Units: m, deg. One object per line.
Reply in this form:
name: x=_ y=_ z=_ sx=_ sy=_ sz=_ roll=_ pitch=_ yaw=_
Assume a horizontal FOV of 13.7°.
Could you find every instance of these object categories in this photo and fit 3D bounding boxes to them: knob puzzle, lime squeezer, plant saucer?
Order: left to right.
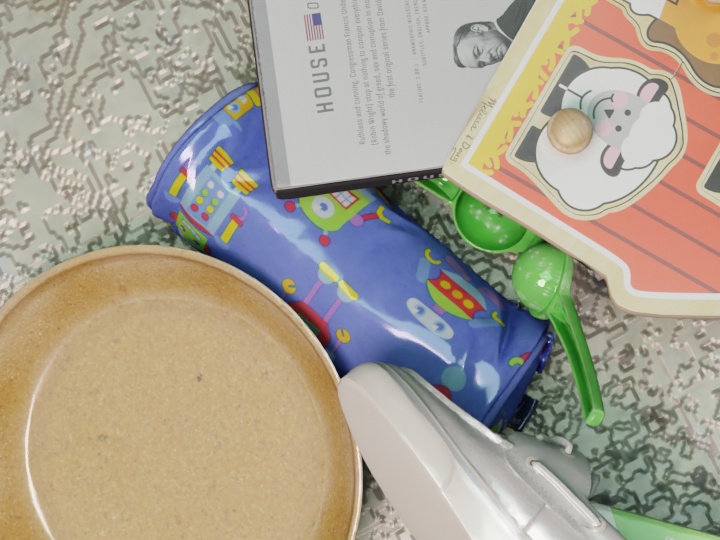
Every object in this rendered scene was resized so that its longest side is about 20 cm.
plant saucer: x=-0.089 y=0.086 z=1.352 sx=0.199 sy=0.035 sz=0.201 roll=2 pitch=97 yaw=17
lime squeezer: x=0.064 y=-0.010 z=1.310 sx=0.038 sy=0.071 sz=0.200 roll=-49 pitch=63 yaw=17
knob puzzle: x=0.162 y=-0.069 z=1.268 sx=0.219 sy=0.030 sz=0.221 roll=0 pitch=79 yaw=1

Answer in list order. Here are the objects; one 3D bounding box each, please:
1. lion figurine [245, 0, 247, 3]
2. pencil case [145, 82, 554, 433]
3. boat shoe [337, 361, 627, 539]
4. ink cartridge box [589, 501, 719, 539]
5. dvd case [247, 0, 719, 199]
lion figurine: x=0.010 y=-0.128 z=1.363 sx=0.199 sy=0.072 sz=0.123 roll=20 pitch=94 yaw=13
pencil case: x=0.000 y=0.000 z=1.347 sx=0.200 sy=0.078 sz=0.087 roll=40 pitch=63 yaw=8
boat shoe: x=0.074 y=0.106 z=1.255 sx=0.068 sy=0.072 sz=0.200 roll=-38 pitch=73 yaw=-21
ink cartridge box: x=0.090 y=0.203 z=1.315 sx=0.145 sy=0.084 sz=0.201 roll=14 pitch=86 yaw=8
dvd case: x=0.051 y=-0.118 z=1.307 sx=0.199 sy=0.025 sz=0.151 roll=-8 pitch=78 yaw=0
